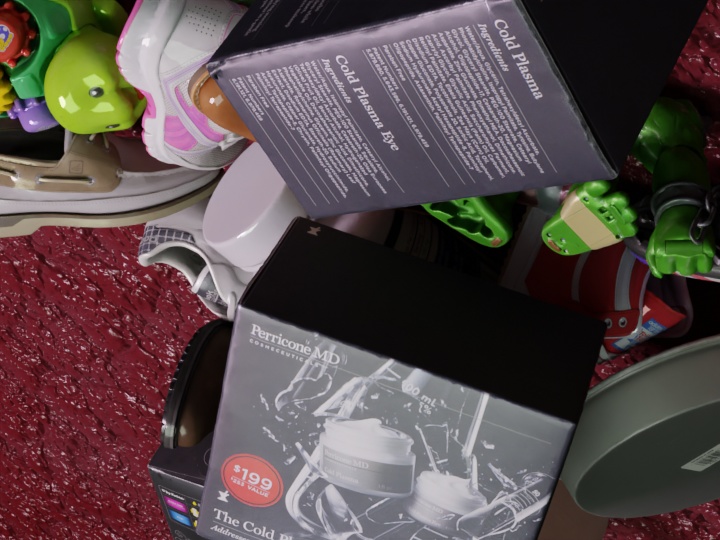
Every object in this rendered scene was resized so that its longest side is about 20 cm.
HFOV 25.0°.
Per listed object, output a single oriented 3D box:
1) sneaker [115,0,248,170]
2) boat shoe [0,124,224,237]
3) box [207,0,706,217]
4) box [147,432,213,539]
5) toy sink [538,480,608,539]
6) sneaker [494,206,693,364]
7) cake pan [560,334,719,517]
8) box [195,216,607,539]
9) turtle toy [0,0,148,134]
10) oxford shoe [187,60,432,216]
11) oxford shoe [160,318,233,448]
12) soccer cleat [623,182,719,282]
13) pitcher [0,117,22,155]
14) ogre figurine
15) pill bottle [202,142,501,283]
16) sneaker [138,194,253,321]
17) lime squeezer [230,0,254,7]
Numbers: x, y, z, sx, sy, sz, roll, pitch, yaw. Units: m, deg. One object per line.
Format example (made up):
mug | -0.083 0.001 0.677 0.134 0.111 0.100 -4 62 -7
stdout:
sneaker | -0.088 -0.110 1.015 0.088 0.082 0.200 19 167 10
boat shoe | -0.192 -0.072 1.117 0.075 0.199 0.069 -127 31 -58
box | 0.060 -0.135 0.786 0.182 0.200 0.104 -6 130 42
box | -0.072 0.178 1.335 0.124 0.149 0.200 16 143 21
toy sink | 0.081 0.175 1.239 0.112 0.131 0.200 -10 130 43
sneaker | 0.132 0.052 0.999 0.112 0.071 0.201 28 108 35
cake pan | 0.213 0.103 1.030 0.200 0.037 0.200 -13 150 -7
box | 0.020 0.095 0.961 0.199 0.104 0.183 18 125 8
turtle toy | -0.219 -0.147 1.062 0.199 0.101 0.146 15 150 22
oxford shoe | -0.009 -0.079 0.959 0.200 0.071 0.071 14 135 -33
oxford shoe | -0.081 0.076 1.185 0.084 0.200 0.073 20 119 15
soccer cleat | 0.249 -0.002 0.927 0.199 0.068 0.073 5 140 11
pitcher | -0.332 -0.123 1.194 0.200 0.121 0.172 48 167 -14
ogre figurine | 0.112 -0.065 0.921 0.200 0.120 0.098 -1 131 35
pill bottle | 0.000 0.000 1.058 0.200 0.120 0.120 37 146 -28
sneaker | -0.067 0.013 1.186 0.200 0.081 0.076 31 144 -4
lime squeezer | -0.102 -0.179 1.006 0.200 0.038 0.071 24 145 7
